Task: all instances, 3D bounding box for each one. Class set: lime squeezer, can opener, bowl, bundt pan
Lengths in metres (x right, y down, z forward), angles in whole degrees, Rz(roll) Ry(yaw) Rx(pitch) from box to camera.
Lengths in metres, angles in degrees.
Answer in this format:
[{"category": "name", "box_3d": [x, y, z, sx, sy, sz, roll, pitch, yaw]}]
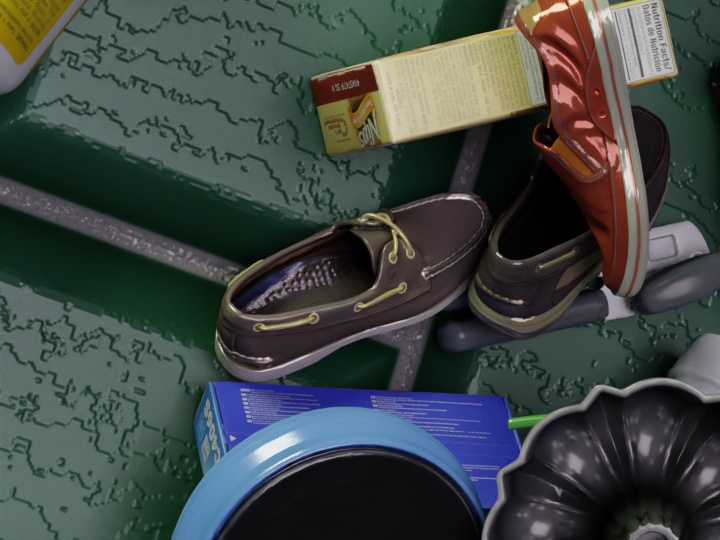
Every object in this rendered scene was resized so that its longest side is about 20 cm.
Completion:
[{"category": "lime squeezer", "box_3d": [0.192, 0.116, 1.597, 0.200, 0.038, 0.071, 30, 105, 2]}, {"category": "can opener", "box_3d": [0.145, 0.010, 1.670, 0.199, 0.067, 0.054, -12, 92, -21]}, {"category": "bowl", "box_3d": [-0.015, 0.180, 1.535, 0.200, 0.039, 0.202, -6, 110, -17]}, {"category": "bundt pan", "box_3d": [0.170, 0.160, 1.540, 0.201, 0.076, 0.203, 0, 93, 1]}]

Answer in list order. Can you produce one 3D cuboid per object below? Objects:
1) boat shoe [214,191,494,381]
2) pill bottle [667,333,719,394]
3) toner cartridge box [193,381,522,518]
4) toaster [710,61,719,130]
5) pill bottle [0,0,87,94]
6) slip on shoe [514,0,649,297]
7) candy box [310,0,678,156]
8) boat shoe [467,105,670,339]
[{"category": "boat shoe", "box_3d": [0.000, 0.000, 1.608, 0.199, 0.060, 0.072, -25, 61, -18]}, {"category": "pill bottle", "box_3d": [0.194, 0.145, 1.660, 0.114, 0.114, 0.200, 43, 74, -15]}, {"category": "toner cartridge box", "box_3d": [0.004, 0.120, 1.599, 0.199, 0.043, 0.095, 4, 44, -21]}, {"category": "toaster", "box_3d": [0.318, -0.068, 1.685, 0.118, 0.200, 0.182, -7, 83, -24]}, {"category": "pill bottle", "box_3d": [-0.216, -0.175, 1.512, 0.114, 0.114, 0.200, 41, 75, -15]}, {"category": "slip on shoe", "box_3d": [0.134, -0.076, 1.559, 0.061, 0.074, 0.201, -13, 113, 2]}, {"category": "candy box", "box_3d": [0.082, -0.121, 1.624, 0.199, 0.115, 0.056, -15, 95, -21]}, {"category": "boat shoe", "box_3d": [0.140, -0.041, 1.639, 0.074, 0.073, 0.200, 27, 54, 16]}]
